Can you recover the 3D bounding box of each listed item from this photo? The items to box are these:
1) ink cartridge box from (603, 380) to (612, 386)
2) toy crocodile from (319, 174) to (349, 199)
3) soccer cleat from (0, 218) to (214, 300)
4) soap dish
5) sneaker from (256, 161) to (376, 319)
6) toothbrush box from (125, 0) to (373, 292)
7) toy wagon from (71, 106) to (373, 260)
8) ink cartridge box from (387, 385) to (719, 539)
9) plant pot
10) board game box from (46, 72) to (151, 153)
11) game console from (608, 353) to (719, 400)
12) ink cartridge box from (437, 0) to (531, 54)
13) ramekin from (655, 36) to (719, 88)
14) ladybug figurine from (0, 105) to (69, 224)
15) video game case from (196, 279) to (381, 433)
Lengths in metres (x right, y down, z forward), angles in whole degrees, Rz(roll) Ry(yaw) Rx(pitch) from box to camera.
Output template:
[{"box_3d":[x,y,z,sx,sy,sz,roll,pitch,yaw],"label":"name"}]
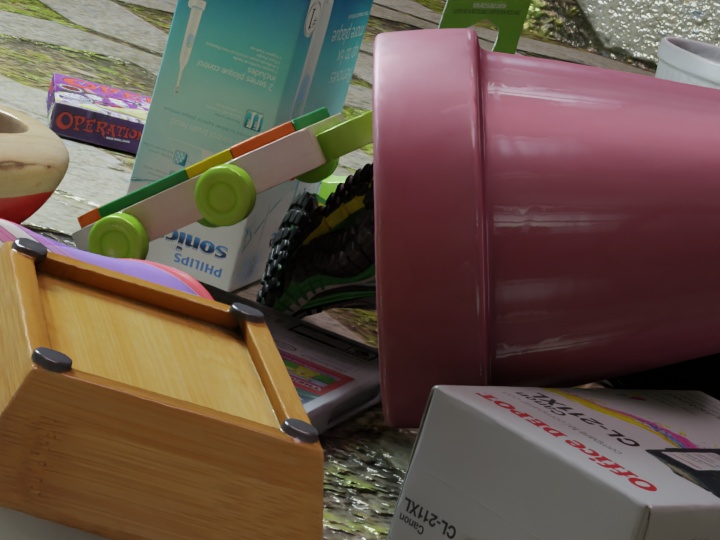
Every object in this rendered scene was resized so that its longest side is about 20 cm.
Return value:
[{"box_3d":[0.271,0.056,1.656,0.144,0.084,0.199,26,16,40],"label":"ink cartridge box"},{"box_3d":[0.058,-0.036,1.839,0.199,0.062,0.067,19,12,13],"label":"toy crocodile"},{"box_3d":[-0.151,0.020,1.256,0.199,0.067,0.076,11,22,-34],"label":"soccer cleat"},{"box_3d":[-0.099,0.062,1.123,0.157,0.082,0.200,18,15,-16],"label":"soap dish"},{"box_3d":[0.000,0.000,1.496,0.085,0.078,0.200,25,-17,-20],"label":"sneaker"},{"box_3d":[-0.070,-0.100,1.630,0.085,0.201,0.146,20,12,13],"label":"toothbrush box"},{"box_3d":[-0.060,-0.052,1.441,0.199,0.040,0.155,-24,3,21],"label":"toy wagon"},{"box_3d":[0.136,0.117,1.213,0.199,0.083,0.145,4,17,-45],"label":"ink cartridge box"},{"box_3d":[0.098,-0.023,1.293,0.178,0.201,0.200,-2,12,3],"label":"plant pot"},{"box_3d":[-0.137,-0.103,1.966,0.199,0.032,0.120,14,8,-11],"label":"board game box"},{"box_3d":[0.179,0.019,1.456,0.200,0.116,0.176,44,12,-1],"label":"game console"},{"box_3d":[0.086,-0.072,1.703,0.075,0.201,0.148,21,14,23],"label":"ink cartridge box"},{"box_3d":[0.399,-0.169,2.766,0.199,0.106,0.200,16,12,-3],"label":"ramekin"},{"box_3d":[-0.254,-0.059,1.509,0.135,0.072,0.200,24,14,31],"label":"ladybug figurine"},{"box_3d":[-0.092,0.038,1.412,0.199,0.023,0.182,21,13,15],"label":"video game case"}]
